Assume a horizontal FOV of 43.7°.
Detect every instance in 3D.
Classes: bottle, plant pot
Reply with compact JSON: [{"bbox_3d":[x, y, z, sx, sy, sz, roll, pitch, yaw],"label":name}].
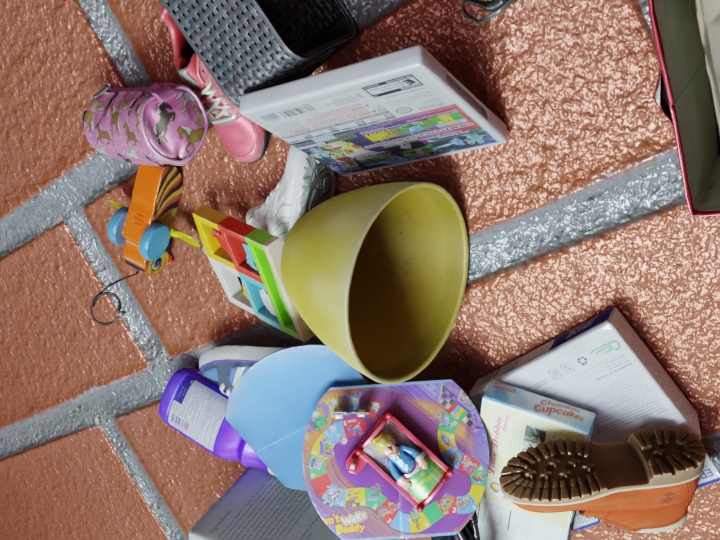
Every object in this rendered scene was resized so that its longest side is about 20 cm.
[{"bbox_3d":[-0.172,0.203,1.179,0.198,0.065,0.085,25,94,25],"label":"bottle"},{"bbox_3d":[0.000,0.000,0.931,0.140,0.199,0.203,15,122,39],"label":"plant pot"}]

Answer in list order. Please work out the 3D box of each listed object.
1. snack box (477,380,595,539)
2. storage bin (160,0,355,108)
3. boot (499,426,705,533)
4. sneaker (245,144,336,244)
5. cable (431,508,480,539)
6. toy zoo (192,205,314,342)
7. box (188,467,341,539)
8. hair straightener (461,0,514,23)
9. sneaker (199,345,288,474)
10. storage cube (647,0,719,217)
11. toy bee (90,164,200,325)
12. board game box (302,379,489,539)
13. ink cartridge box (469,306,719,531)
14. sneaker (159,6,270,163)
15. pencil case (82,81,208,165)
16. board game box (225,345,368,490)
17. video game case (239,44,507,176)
[{"bbox_3d":[0.181,0.225,0.974,0.114,0.037,0.203,16,123,22],"label":"snack box"},{"bbox_3d":[-0.113,-0.276,0.875,0.093,0.135,0.201,-32,96,37],"label":"storage bin"},{"bbox_3d":[0.236,0.223,0.886,0.196,0.076,0.109,-6,126,3],"label":"boot"},{"bbox_3d":[-0.088,-0.064,1.010,0.098,0.078,0.203,24,123,21],"label":"sneaker"},{"bbox_3d":[0.094,0.274,1.020,0.163,0.050,0.204,129,130,-67],"label":"cable"},{"bbox_3d":[-0.134,-0.002,1.049,0.199,0.020,0.133,23,140,48],"label":"toy zoo"},{"bbox_3d":[-0.100,0.379,1.161,0.169,0.200,0.202,19,122,23],"label":"box"},{"bbox_3d":[0.161,-0.270,0.758,0.198,0.077,0.041,-27,102,37],"label":"hair straightener"},{"bbox_3d":[-0.125,0.173,1.106,0.197,0.080,0.149,-3,74,27],"label":"sneaker"},{"bbox_3d":[0.325,-0.161,0.655,0.197,0.180,0.174,-7,111,33],"label":"storage cube"},{"bbox_3d":[-0.269,-0.043,1.121,0.131,0.109,0.200,45,103,12],"label":"toy bee"},{"bbox_3d":[0.037,0.197,0.923,0.196,0.039,0.161,-4,84,1],"label":"board game box"},{"bbox_3d":[0.247,0.164,0.951,0.199,0.041,0.201,-34,96,38],"label":"ink cartridge box"},{"bbox_3d":[-0.165,-0.205,0.973,0.073,0.087,0.203,-8,110,33],"label":"sneaker"},{"bbox_3d":[-0.241,-0.164,0.998,0.086,0.084,0.199,31,170,-36],"label":"pencil case"},{"bbox_3d":[-0.052,0.158,1.004,0.156,0.039,0.201,-29,116,14],"label":"board game box"},{"bbox_3d":[0.015,-0.145,0.859,0.197,0.181,0.023,-8,71,32],"label":"video game case"}]
